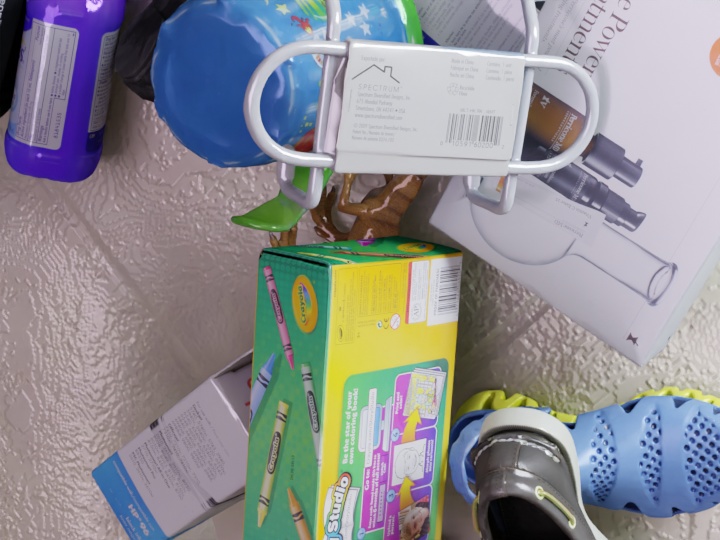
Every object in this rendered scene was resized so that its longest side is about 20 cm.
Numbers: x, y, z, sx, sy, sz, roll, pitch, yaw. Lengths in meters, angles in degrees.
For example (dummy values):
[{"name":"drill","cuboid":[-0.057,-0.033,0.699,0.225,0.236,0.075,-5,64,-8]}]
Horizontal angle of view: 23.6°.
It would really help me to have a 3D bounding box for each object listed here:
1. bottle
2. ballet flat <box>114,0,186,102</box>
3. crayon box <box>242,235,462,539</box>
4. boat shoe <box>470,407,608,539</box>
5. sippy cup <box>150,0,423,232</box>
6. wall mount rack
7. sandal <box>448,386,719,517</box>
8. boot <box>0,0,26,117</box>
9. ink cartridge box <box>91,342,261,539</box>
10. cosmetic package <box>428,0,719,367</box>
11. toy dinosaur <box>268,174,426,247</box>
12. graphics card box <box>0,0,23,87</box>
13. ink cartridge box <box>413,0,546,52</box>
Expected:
[{"name":"bottle","cuboid":[-0.189,-0.162,1.132,0.065,0.084,0.201,10,109,-8]},{"name":"ballet flat","cuboid":[-0.080,-0.184,1.100,0.200,0.057,0.067,-41,53,23]},{"name":"crayon box","cuboid":[-0.005,0.086,0.999,0.058,0.118,0.201,12,101,40]},{"name":"boat shoe","cuboid":[0.107,0.168,0.987,0.071,0.061,0.202,-7,130,24]},{"name":"sippy cup","cuboid":[-0.050,-0.119,0.992,0.139,0.130,0.178,-26,93,31]},{"name":"wall mount rack","cuboid":[0.028,-0.118,0.905,0.075,0.199,0.175,-143,58,-62]},{"name":"sandal","cuboid":[0.133,0.114,1.021,0.199,0.087,0.080,-6,96,27]},{"name":"boot","cuboid":[-0.300,-0.213,1.187,0.162,0.073,0.199,14,101,23]},{"name":"ink cartridge box","cuboid":[-0.066,0.097,1.077,0.200,0.116,0.068,-38,81,45]},{"name":"cosmetic package","cuboid":[0.148,-0.072,0.952,0.150,0.052,0.201,34,114,15]},{"name":"toy dinosaur","cuboid":[0.000,0.000,1.076,0.106,0.060,0.201,27,121,30]},{"name":"graphics card box","cuboid":[-0.275,-0.192,1.110,0.125,0.051,0.201,23,103,25]},{"name":"ink cartridge box","cuboid":[0.081,-0.118,1.025,0.200,0.039,0.100,43,117,12]}]
